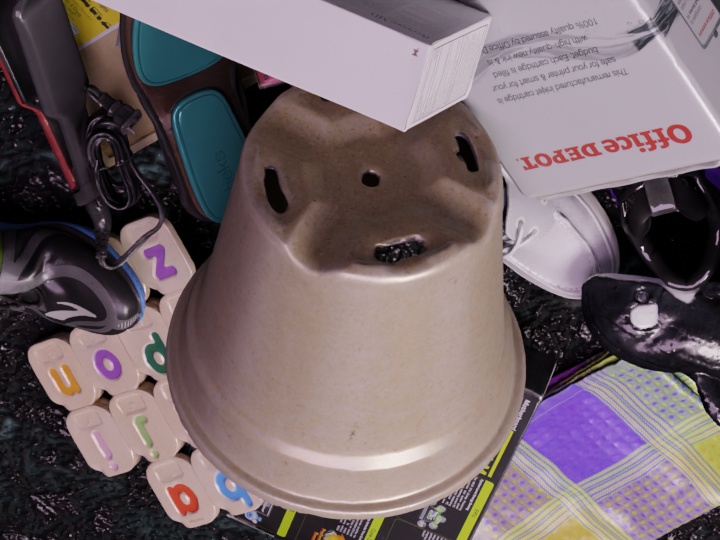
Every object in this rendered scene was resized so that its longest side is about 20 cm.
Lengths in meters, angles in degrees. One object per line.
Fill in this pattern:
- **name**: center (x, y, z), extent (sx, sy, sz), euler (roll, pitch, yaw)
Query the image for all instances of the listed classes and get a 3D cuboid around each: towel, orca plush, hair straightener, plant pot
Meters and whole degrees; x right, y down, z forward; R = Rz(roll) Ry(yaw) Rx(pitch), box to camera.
- **towel**: center (0.141, 0.128, 1.674), extent (0.200, 0.023, 0.144), euler (-32, 116, 29)
- **orca plush**: center (0.213, 0.064, 1.561), extent (0.200, 0.071, 0.105), euler (25, 154, -35)
- **hair straightener**: center (-0.157, -0.078, 1.501), extent (0.077, 0.041, 0.200), euler (20, 138, 39)
- **plant pot**: center (0.000, 0.000, 1.408), extent (0.200, 0.200, 0.184), euler (11, 146, 1)

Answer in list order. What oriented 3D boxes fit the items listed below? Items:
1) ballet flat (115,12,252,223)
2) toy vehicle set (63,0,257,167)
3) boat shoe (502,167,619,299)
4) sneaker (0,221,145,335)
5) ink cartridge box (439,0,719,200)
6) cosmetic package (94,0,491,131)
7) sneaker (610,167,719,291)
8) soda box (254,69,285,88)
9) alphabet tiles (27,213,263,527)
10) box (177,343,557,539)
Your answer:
- **ballet flat**: center (-0.101, -0.113, 1.461), extent (0.068, 0.068, 0.200), euler (-22, 132, -17)
- **toy vehicle set**: center (-0.156, -0.159, 1.499), extent (0.124, 0.027, 0.200), euler (-27, 119, 27)
- **boat shoe**: center (0.074, -0.044, 1.522), extent (0.072, 0.069, 0.200), euler (-27, 119, 27)
- **sneaker**: center (-0.224, 0.005, 1.592), extent (0.200, 0.083, 0.071), euler (16, 131, 7)
- **ink cartridge box**: center (0.100, -0.142, 1.334), extent (0.147, 0.083, 0.200), euler (-9, 125, 45)
- **cosmetic package**: center (-0.045, -0.132, 1.312), extent (0.200, 0.083, 0.051), euler (24, 111, 17)
- **sneaker**: center (0.162, -0.073, 1.464), extent (0.070, 0.100, 0.200), euler (-13, 125, 17)
- **soda box**: center (-0.042, -0.200, 1.377), extent (0.070, 0.063, 0.200), euler (-15, 99, 20)
- **alphabet tiles**: center (-0.114, 0.062, 1.630), extent (0.200, 0.015, 0.196), euler (-20, 104, 38)
- **box**: center (-0.003, 0.095, 1.643), extent (0.193, 0.048, 0.200), euler (23, 128, 1)
